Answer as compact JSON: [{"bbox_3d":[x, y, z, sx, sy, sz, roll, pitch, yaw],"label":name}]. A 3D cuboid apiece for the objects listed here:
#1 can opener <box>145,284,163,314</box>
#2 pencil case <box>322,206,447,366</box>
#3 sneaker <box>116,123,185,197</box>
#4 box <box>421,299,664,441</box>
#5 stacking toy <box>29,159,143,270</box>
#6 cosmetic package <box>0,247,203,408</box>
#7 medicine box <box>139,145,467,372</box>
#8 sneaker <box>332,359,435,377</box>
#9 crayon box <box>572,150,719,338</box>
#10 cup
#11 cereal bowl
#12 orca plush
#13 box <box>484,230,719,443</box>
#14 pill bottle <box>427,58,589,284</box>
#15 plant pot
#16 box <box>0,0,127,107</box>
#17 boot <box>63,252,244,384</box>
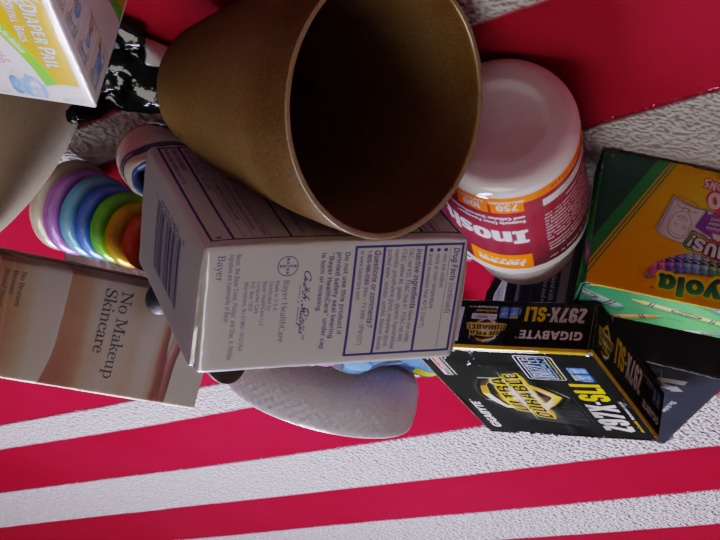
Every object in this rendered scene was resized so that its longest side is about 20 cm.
[{"bbox_3d":[-0.117,-0.052,1.468,0.079,0.200,0.063,29,-175,7],"label":"can opener"},{"bbox_3d":[0.000,0.000,1.534,0.091,0.094,0.200,20,126,-31],"label":"pencil case"},{"bbox_3d":[-0.113,-0.058,1.543,0.200,0.075,0.088,16,-161,-13],"label":"sneaker"},{"bbox_3d":[0.151,0.084,1.517,0.160,0.049,0.200,0,155,25],"label":"box"},{"bbox_3d":[-0.205,-0.033,1.589,0.200,0.085,0.085,24,171,44],"label":"stacking toy"},{"bbox_3d":[-0.231,0.047,1.510,0.200,0.103,0.087,11,-177,-31],"label":"cosmetic package"},{"bbox_3d":[-0.047,-0.015,1.351,0.200,0.103,0.182,-2,-154,-20],"label":"medicine box"},{"bbox_3d":[0.039,0.061,1.770,0.078,0.066,0.200,-33,153,35],"label":"sneaker"},{"bbox_3d":[0.276,-0.013,1.432,0.200,0.119,0.058,11,158,1],"label":"crayon box"},{"bbox_3d":[-0.350,-0.098,1.523,0.200,0.143,0.200,11,157,5],"label":"cup"},{"bbox_3d":[-0.033,0.095,1.842,0.200,0.083,0.200,13,-167,-3],"label":"cereal bowl"},{"bbox_3d":[-0.219,-0.153,1.415,0.200,0.071,0.105,22,156,-22],"label":"orca plush"},{"bbox_3d":[0.217,0.056,1.631,0.200,0.117,0.197,15,157,-3],"label":"box"},{"bbox_3d":[0.118,-0.067,1.393,0.113,0.113,0.200,6,157,14],"label":"pill bottle"},{"bbox_3d":[-0.048,-0.128,1.289,0.200,0.186,0.186,12,164,45],"label":"plant pot"},{"bbox_3d":[-0.241,-0.209,1.253,0.112,0.101,0.200,9,158,9],"label":"box"},{"bbox_3d":[-0.205,0.029,1.746,0.200,0.064,0.186,-10,109,54],"label":"boot"}]
